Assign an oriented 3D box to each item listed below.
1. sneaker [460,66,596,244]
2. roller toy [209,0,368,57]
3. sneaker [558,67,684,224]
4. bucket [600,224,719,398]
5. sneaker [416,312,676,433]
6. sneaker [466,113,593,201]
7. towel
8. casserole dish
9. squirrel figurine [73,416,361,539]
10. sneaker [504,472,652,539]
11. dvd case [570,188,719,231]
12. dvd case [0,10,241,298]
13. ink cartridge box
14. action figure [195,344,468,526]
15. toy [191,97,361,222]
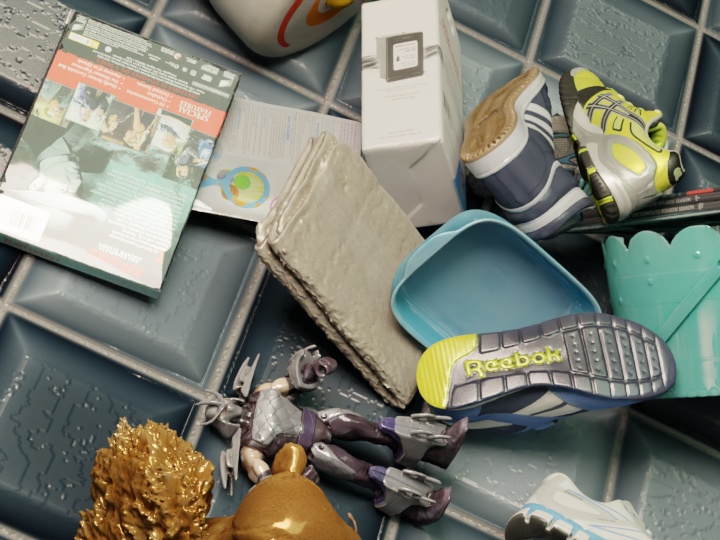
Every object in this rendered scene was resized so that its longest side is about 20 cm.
[{"bbox_3d":[0.142,-0.091,1.376,0.109,0.070,0.200,51,24,-12],"label":"sneaker"},{"bbox_3d":[-0.054,-0.278,1.434,0.182,0.200,0.140,-35,78,-27],"label":"roller toy"},{"bbox_3d":[0.215,-0.109,1.393,0.076,0.075,0.200,-19,36,6],"label":"sneaker"},{"bbox_3d":[0.299,0.032,1.373,0.207,0.207,0.135,-2,86,-27],"label":"bucket"},{"bbox_3d":[0.144,0.084,1.308,0.200,0.082,0.074,-4,61,3],"label":"sneaker"},{"bbox_3d":[0.185,-0.090,1.491,0.200,0.078,0.086,-17,70,-33],"label":"sneaker"},{"bbox_3d":[0.000,0.000,1.314,0.200,0.034,0.133,51,47,-28],"label":"towel"},{"bbox_3d":[0.105,0.023,1.328,0.200,0.121,0.039,39,17,-35],"label":"casserole dish"},{"bbox_3d":[-0.096,0.186,1.092,0.200,0.187,0.142,30,50,-5],"label":"squirrel figurine"},{"bbox_3d":[0.213,0.224,1.295,0.200,0.075,0.087,37,44,0],"label":"sneaker"},{"bbox_3d":[0.283,-0.050,1.413,0.146,0.200,0.022,-1,87,-48],"label":"dvd case"},{"bbox_3d":[-0.191,-0.092,1.302,0.146,0.022,0.200,20,66,-6],"label":"dvd case"},{"bbox_3d":[0.045,-0.149,1.420,0.067,0.116,0.200,-8,54,11],"label":"ink cartridge box"},{"bbox_3d":[-0.026,0.123,1.248,0.200,0.069,0.130,16,63,-10],"label":"action figure"},{"bbox_3d":[-0.103,-0.084,1.364,0.200,0.047,0.115,12,60,-14],"label":"toy"}]
